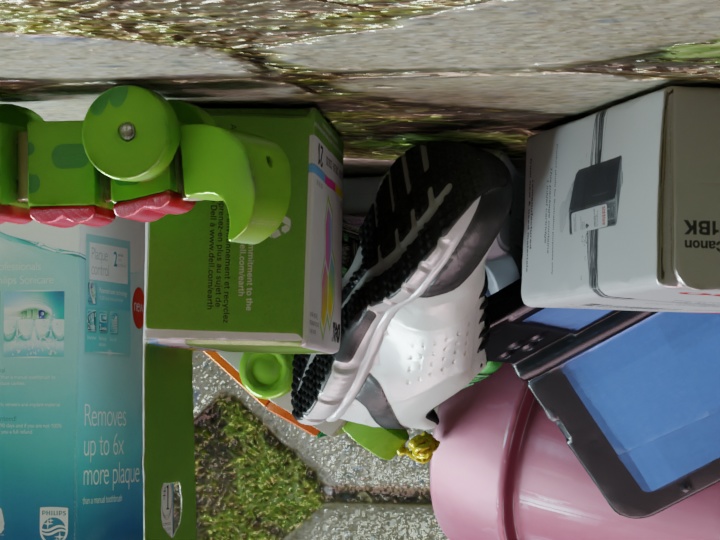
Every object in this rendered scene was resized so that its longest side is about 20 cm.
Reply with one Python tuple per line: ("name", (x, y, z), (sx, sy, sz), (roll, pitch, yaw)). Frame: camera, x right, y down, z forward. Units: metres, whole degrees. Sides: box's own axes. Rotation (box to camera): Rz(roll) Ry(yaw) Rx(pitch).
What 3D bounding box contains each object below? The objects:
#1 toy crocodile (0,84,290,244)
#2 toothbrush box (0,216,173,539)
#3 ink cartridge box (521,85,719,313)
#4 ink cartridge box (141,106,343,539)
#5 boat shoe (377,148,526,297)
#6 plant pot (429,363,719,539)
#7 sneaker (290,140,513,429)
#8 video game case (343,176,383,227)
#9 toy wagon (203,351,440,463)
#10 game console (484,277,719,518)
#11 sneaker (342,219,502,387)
("toy crocodile", (-0.124, -0.042, 1.076), (0.199, 0.062, 0.067), (0, 177, 16))
("toothbrush box", (-0.153, 0.040, 1.315), (0.085, 0.201, 0.146), (-1, 176, 15))
("ink cartridge box", (0.165, -0.025, 1.126), (0.143, 0.084, 0.200), (2, 177, -13))
("ink cartridge box", (-0.051, 0.034, 1.172), (0.075, 0.201, 0.148), (0, 177, 5))
("boat shoe", (0.053, -0.027, 1.348), (0.066, 0.074, 0.200), (4, 165, 12))
("plant pot", (0.166, 0.099, 1.518), (0.178, 0.201, 0.200), (20, -173, 29))
("sneaker", (0.034, 0.009, 1.250), (0.080, 0.074, 0.200), (13, 143, -17))
("video game case", (-0.023, -0.037, 1.523), (0.199, 0.023, 0.182), (-1, 176, 13))
("toy wagon", (-0.042, 0.048, 1.474), (0.200, 0.040, 0.155), (42, -170, 11))
("game console", (0.171, 0.039, 1.341), (0.199, 0.117, 0.176), (-30, 164, 19))
("sneaker", (0.000, 0.000, 1.400), (0.200, 0.078, 0.085), (33, 145, -32))
